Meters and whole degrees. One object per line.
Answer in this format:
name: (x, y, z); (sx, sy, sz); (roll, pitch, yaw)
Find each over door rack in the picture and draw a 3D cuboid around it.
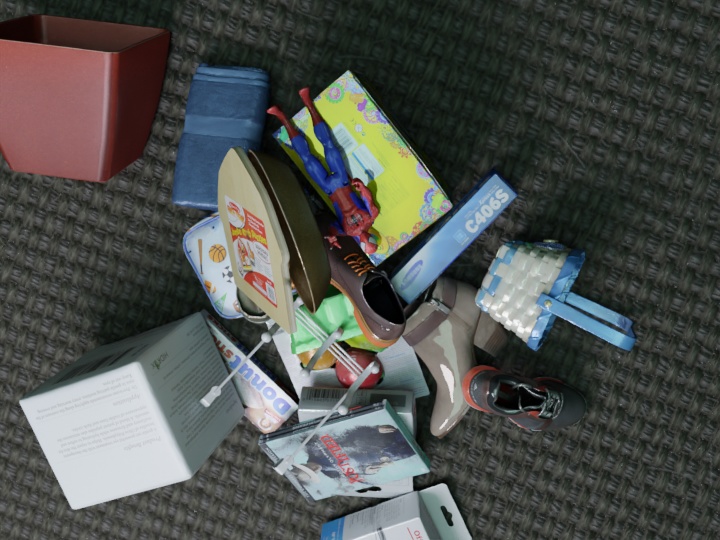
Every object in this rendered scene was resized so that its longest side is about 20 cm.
over door rack: (-0.091, 0.150, 1.101); (0.148, 0.067, 0.200); (44, 88, -3)

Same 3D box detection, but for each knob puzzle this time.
knob puzzle: (-0.120, -0.049, 0.995); (0.030, 0.219, 0.221); (-18, 101, -23)

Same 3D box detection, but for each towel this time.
towel: (-0.185, -0.176, 1.139); (0.111, 0.049, 0.201); (8, 81, 8)

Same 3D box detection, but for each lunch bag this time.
lunch bag: (-0.136, -0.035, 1.176); (0.199, 0.076, 0.161); (-25, 95, 12)

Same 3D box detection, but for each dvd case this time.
dvd case: (-0.021, 0.255, 1.180); (0.199, 0.022, 0.146); (-18, 125, 22)

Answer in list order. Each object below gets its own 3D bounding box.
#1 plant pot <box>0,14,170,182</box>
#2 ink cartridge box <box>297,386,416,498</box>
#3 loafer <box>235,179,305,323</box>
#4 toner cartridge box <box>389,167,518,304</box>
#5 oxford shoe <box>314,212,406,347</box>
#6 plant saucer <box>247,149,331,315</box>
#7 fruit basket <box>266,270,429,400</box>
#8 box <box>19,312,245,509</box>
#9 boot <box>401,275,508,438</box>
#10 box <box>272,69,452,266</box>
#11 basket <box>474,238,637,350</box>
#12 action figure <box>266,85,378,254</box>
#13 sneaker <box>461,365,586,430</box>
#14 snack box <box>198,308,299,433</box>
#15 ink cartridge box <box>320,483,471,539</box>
plant pot: (-0.376, -0.225, 1.114); (0.199, 0.200, 0.177); (8, 114, 5)
ink cartridge box: (0.000, 0.250, 1.219); (0.161, 0.050, 0.201); (2, 133, 6)
loafer: (-0.125, -0.026, 1.102); (0.075, 0.070, 0.201); (13, 100, 8)
toner cartridge box: (0.122, -0.048, 1.130); (0.043, 0.095, 0.200); (43, 103, -2)
oxford shoe: (0.000, 0.000, 1.095); (0.071, 0.073, 0.200); (-31, 79, -25)
plant saucer: (-0.076, -0.048, 0.967); (0.035, 0.200, 0.201); (-22, 99, -10)
fruit basket: (-0.018, 0.112, 1.197); (0.184, 0.094, 0.201); (-18, 114, 11)
box: (-0.303, 0.188, 1.163); (0.198, 0.200, 0.172); (-19, 100, 20)
boot: (0.108, 0.111, 1.163); (0.146, 0.070, 0.201); (34, 84, -18)
box: (0.013, -0.134, 1.075); (0.122, 0.193, 0.200); (-37, 94, 12)
basket: (0.258, 0.039, 1.090); (0.199, 0.176, 0.140); (30, 100, 11)
action figure: (-0.034, -0.102, 0.940); (0.065, 0.099, 0.201); (-29, 99, 6)
sneaker: (0.234, 0.180, 1.138); (0.199, 0.082, 0.078); (12, 87, -25)
snack box: (-0.182, 0.151, 1.243); (0.200, 0.024, 0.072); (44, 105, -3)
ink cartridge box: (0.054, 0.403, 1.238); (0.199, 0.068, 0.117); (-23, 107, 11)
